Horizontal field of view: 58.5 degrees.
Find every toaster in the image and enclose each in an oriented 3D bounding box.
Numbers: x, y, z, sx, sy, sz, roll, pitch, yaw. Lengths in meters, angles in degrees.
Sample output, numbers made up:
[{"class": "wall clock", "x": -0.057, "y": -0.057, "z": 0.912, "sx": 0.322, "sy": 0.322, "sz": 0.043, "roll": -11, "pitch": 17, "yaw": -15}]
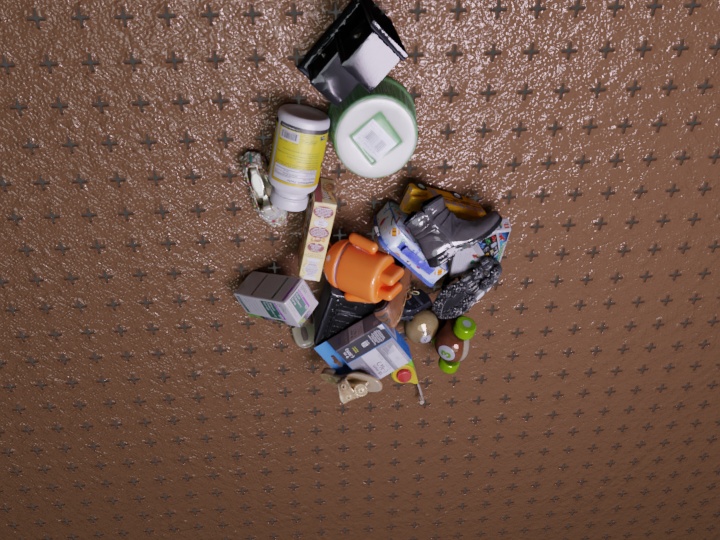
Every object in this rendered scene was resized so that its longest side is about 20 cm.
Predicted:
[{"class": "toaster", "x": -0.018, "y": 0.119, "z": 1.612, "sx": 0.176, "sy": 0.120, "sz": 0.203, "roll": 12, "pitch": 123, "yaw": -13}]

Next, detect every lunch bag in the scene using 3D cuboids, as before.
[{"class": "lunch bag", "x": 0.111, "y": -0.060, "z": 1.478, "sx": 0.199, "sy": 0.162, "sz": 0.075, "roll": 37, "pitch": 113, "yaw": -27}]

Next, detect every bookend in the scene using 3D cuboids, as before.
[{"class": "bookend", "x": -0.023, "y": -0.394, "z": 1.211, "sx": 0.091, "sy": 0.201, "sz": 0.200, "roll": 34, "pitch": 116, "yaw": -28}]

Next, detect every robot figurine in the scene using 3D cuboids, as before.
[{"class": "robot figurine", "x": 0.000, "y": 0.002, "z": 1.455, "sx": 0.197, "sy": 0.118, "sz": 0.144, "roll": 22, "pitch": 163, "yaw": 24}]

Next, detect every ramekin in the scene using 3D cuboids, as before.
[{"class": "ramekin", "x": 0.028, "y": -0.295, "z": 1.346, "sx": 0.194, "sy": 0.099, "sz": 0.204, "roll": -3, "pitch": 125, "yaw": -4}]

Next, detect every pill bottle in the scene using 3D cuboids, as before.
[{"class": "pill bottle", "x": -0.135, "y": -0.235, "z": 1.352, "sx": 0.110, "sy": 0.113, "sz": 0.204, "roll": 9, "pitch": 118, "yaw": -12}]

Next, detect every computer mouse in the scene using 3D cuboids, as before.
[{"class": "computer mouse", "x": 0.174, "y": 0.061, "z": 1.598, "sx": 0.197, "sy": 0.059, "sz": 0.034, "roll": -25, "pitch": 146, "yaw": -23}]

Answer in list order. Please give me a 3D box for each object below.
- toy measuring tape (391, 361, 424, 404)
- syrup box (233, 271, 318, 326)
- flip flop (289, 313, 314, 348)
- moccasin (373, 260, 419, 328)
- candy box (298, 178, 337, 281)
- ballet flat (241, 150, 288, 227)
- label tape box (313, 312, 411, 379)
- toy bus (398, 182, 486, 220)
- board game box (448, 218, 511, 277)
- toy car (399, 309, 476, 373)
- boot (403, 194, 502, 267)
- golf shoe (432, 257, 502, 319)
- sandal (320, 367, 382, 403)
[{"class": "toy measuring tape", "x": 0.125, "y": 0.302, "z": 1.786, "sx": 0.072, "sy": 0.074, "sz": 0.203, "roll": -15, "pitch": 124, "yaw": 5}, {"class": "syrup box", "x": -0.201, "y": 0.065, "z": 1.513, "sx": 0.197, "sy": 0.082, "sz": 0.079, "roll": 8, "pitch": 140, "yaw": 44}, {"class": "flip flop", "x": -0.157, "y": 0.128, "z": 1.641, "sx": 0.079, "sy": 0.058, "sz": 0.204, "roll": -10, "pitch": 125, "yaw": 1}, {"class": "moccasin", "x": 0.092, "y": 0.049, "z": 1.532, "sx": 0.073, "sy": 0.204, "sz": 0.078, "roll": -24, "pitch": 120, "yaw": 33}, {"class": "candy box", "x": -0.100, "y": -0.093, "z": 1.460, "sx": 0.054, "sy": 0.117, "sz": 0.203, "roll": 8, "pitch": 123, "yaw": -12}, {"class": "ballet flat", "x": -0.216, "y": -0.167, "z": 1.429, "sx": 0.074, "sy": 0.065, "sz": 0.203, "roll": -18, "pitch": 125, "yaw": 6}, {"class": "label tape box", "x": 0.005, "y": 0.205, "z": 1.563, "sx": 0.198, "sy": 0.064, "sz": 0.145, "roll": -32, "pitch": 122, "yaw": 15}, {"class": "toy bus", "x": 0.188, "y": -0.139, "z": 1.472, "sx": 0.196, "sy": 0.079, "sz": 0.066, "roll": 9, "pitch": 125, "yaw": -31}, {"class": "board game box", "x": 0.279, "y": -0.050, "z": 1.530, "sx": 0.123, "sy": 0.035, "sz": 0.201, "roll": -7, "pitch": 152, "yaw": -2}, {"class": "toy car", "x": 0.167, "y": 0.157, "z": 1.626, "sx": 0.195, "sy": 0.160, "sz": 0.166, "roll": 2, "pitch": 135, "yaw": -15}, {"class": "boot", "x": 0.201, "y": -0.109, "z": 1.388, "sx": 0.197, "sy": 0.070, "sz": 0.133, "roll": -32, "pitch": 99, "yaw": -5}, {"class": "golf shoe", "x": 0.265, "y": 0.050, "z": 1.558, "sx": 0.199, "sy": 0.094, "sz": 0.079, "roll": -37, "pitch": 76, "yaw": 17}, {"class": "sandal", "x": -0.033, "y": 0.292, "z": 1.572, "sx": 0.209, "sy": 0.070, "sz": 0.078, "roll": 1, "pitch": 140, "yaw": 48}]
